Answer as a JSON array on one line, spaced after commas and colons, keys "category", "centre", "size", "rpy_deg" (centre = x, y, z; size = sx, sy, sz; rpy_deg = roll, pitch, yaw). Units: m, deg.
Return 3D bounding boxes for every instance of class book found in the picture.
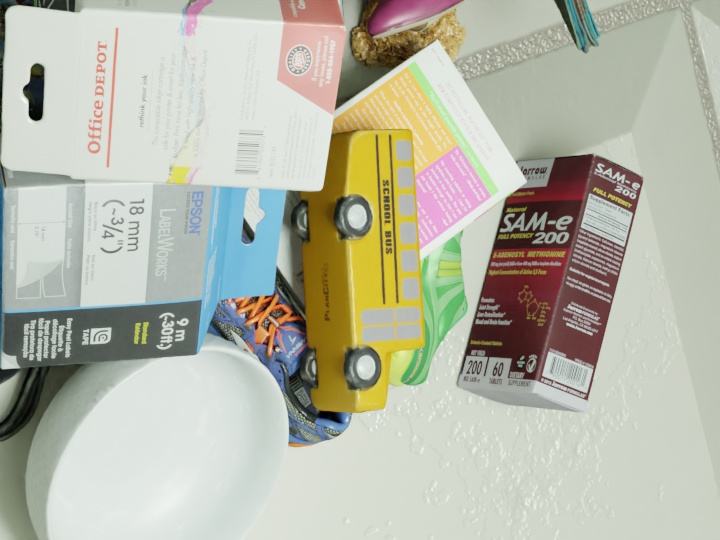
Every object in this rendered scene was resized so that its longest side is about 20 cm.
[{"category": "book", "centre": [0.012, -0.064, 1.365], "size": [0.199, 0.048, 0.134], "rpy_deg": [-35, 94, -10]}]

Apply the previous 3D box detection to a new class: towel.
[{"category": "towel", "centre": [0.143, -0.277, 1.401], "size": [0.022, 0.201, 0.148], "rpy_deg": [-18, 123, 4]}]

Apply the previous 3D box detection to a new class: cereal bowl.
[{"category": "cereal bowl", "centre": [-0.153, 0.127, 1.267], "size": [0.199, 0.083, 0.202], "rpy_deg": [-21, 126, -32]}]

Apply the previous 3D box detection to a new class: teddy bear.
[{"category": "teddy bear", "centre": [0.037, -0.261, 1.413], "size": [0.144, 0.067, 0.202], "rpy_deg": [18, 80, -29]}]

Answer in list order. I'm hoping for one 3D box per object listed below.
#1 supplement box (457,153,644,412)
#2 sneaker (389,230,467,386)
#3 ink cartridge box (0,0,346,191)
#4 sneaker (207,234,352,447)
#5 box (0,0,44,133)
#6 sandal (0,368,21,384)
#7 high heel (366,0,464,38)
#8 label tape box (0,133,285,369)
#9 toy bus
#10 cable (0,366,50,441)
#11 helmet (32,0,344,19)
[{"category": "supplement box", "centre": [0.156, 0.010, 1.466], "size": [0.061, 0.109, 0.202], "rpy_deg": [22, 78, -30]}, {"category": "sneaker", "centre": [0.048, -0.001, 1.431], "size": [0.084, 0.074, 0.202], "rpy_deg": [40, 64, -53]}, {"category": "ink cartridge box", "centre": [-0.116, -0.118, 1.084], "size": [0.198, 0.068, 0.117], "rpy_deg": [3, 123, -11]}, {"category": "sneaker", "centre": [-0.063, 0.047, 1.345], "size": [0.075, 0.078, 0.201], "rpy_deg": [-44, 112, -25]}, {"category": "box", "centre": [-0.213, -0.126, 1.270], "size": [0.199, 0.040, 0.138], "rpy_deg": [14, 83, -32]}, {"category": "sandal", "centre": [-0.224, 0.004, 1.230], "size": [0.076, 0.043, 0.200], "rpy_deg": [45, 82, -2]}, {"category": "high heel", "centre": [0.055, -0.250, 1.353], "size": [0.200, 0.067, 0.097], "rpy_deg": [-41, 111, -42]}, {"category": "label tape box", "centre": [-0.139, -0.016, 1.165], "size": [0.198, 0.063, 0.145], "rpy_deg": [-4, 128, -17]}, {"category": "toy bus", "centre": [0.000, 0.000, 1.303], "size": [0.078, 0.065, 0.202], "rpy_deg": [-4, 91, -37]}, {"category": "cable", "centre": [-0.205, 0.036, 1.261], "size": [0.200, 0.050, 0.098], "rpy_deg": [-39, 111, -21]}, {"category": "helmet", "centre": [-0.121, -0.177, 1.194], "size": [0.189, 0.200, 0.202], "rpy_deg": [-18, 100, -12]}]
